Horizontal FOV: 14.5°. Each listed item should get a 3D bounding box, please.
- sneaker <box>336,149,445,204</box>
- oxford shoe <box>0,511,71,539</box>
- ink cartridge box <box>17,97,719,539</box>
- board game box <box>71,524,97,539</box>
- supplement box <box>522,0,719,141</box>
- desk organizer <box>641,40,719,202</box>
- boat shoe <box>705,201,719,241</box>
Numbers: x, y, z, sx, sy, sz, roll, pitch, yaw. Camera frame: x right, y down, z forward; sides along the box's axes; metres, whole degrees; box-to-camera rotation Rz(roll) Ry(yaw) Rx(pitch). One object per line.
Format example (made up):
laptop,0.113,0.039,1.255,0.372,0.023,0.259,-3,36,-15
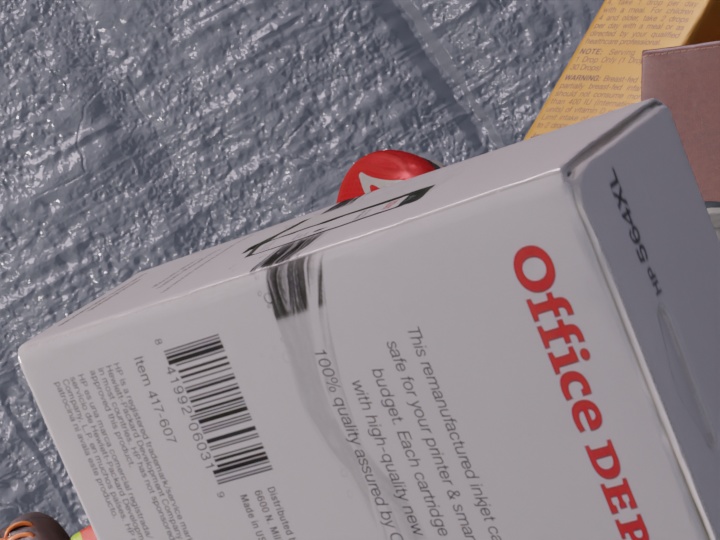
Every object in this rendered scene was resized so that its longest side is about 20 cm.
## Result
sneaker,0.000,0.000,1.212,0.077,0.085,0.200,-45,23,26
oxford shoe,-0.148,0.148,1.244,0.071,0.073,0.200,-29,-1,-4
ink cartridge box,0.019,0.051,0.847,0.200,0.146,0.084,-17,9,30
board game box,-0.021,0.121,1.225,0.101,0.048,0.200,-32,-24,24
supplement box,0.101,-0.027,1.158,0.069,0.067,0.200,3,58,50
desk organizer,0.200,-0.047,1.026,0.200,0.077,0.072,-5,-10,37
boat shoe,0.088,0.043,1.058,0.062,0.073,0.200,-85,21,-56
